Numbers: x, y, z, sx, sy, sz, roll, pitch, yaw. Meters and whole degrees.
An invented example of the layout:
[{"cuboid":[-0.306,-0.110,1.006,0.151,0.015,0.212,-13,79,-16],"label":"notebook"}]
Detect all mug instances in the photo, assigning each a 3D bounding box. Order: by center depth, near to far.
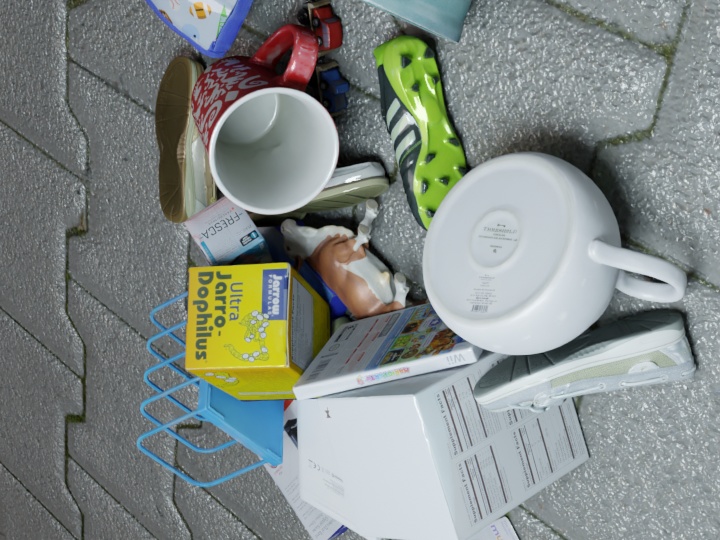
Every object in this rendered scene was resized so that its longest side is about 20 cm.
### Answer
[{"cuboid":[-0.096,-0.169,1.398,0.133,0.177,0.200,47,-178,-27],"label":"mug"}]

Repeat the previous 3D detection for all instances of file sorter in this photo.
[{"cuboid":[-0.179,0.133,1.551,0.122,0.139,0.201,-24,44,25],"label":"file sorter"}]

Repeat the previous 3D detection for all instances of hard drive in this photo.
[{"cuboid":[-0.022,0.203,1.519,0.132,0.027,0.201,24,125,39],"label":"hard drive"}]

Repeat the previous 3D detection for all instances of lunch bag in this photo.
[{"cuboid":[-0.167,-0.356,1.416,0.200,0.124,0.170,59,140,21],"label":"lunch bag"}]

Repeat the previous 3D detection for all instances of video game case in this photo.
[{"cuboid":[0.043,0.072,1.316,0.199,0.143,0.018,-15,108,27],"label":"video game case"}]

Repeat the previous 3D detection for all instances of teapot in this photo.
[{"cuboid":[0.167,-0.005,1.197,0.197,0.146,0.200,-43,47,20],"label":"teapot"}]

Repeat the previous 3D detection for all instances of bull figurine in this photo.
[{"cuboid":[0.000,0.000,1.437,0.200,0.065,0.121,47,136,6],"label":"bull figurine"}]

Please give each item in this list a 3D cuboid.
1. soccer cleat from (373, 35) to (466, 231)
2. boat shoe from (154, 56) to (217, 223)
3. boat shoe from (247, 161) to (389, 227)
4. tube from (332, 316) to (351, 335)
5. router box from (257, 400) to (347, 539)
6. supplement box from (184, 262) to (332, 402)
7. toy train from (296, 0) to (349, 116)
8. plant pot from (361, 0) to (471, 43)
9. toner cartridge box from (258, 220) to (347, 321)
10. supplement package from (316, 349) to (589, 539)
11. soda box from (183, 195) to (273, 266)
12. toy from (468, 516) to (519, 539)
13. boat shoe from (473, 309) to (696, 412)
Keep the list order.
[{"cuboid":[0.058,-0.138,1.321,0.081,0.067,0.201,16,120,64],"label":"soccer cleat"},{"cuboid":[-0.206,-0.160,1.597,0.074,0.066,0.201,17,107,44],"label":"boat shoe"},{"cuboid":[-0.057,-0.099,1.448,0.199,0.075,0.069,-12,79,36],"label":"boat shoe"},{"cuboid":[0.030,0.137,1.489,0.052,0.058,0.200,-48,70,8],"label":"tube"},{"cuboid":[-0.045,0.219,1.612,0.180,0.049,0.200,54,139,15],"label":"router box"},{"cuboid":[-0.103,0.070,1.391,0.109,0.200,0.109,-3,74,11],"label":"supplement box"},{"cuboid":[-0.040,-0.255,1.392,0.046,0.034,0.201,7,113,35],"label":"toy train"},{"cuboid":[0.026,-0.308,1.187,0.200,0.200,0.135,32,103,35],"label":"plant pot"},{"cuboid":[-0.093,-0.016,1.557,0.200,0.043,0.095,48,136,22],"label":"toner cartridge box"},{"cuboid":[0.094,0.159,1.307,0.152,0.200,0.151,-9,101,50],"label":"supplement package"},{"cuboid":[-0.138,-0.017,1.447,0.068,0.063,0.200,56,174,14],"label":"soda box"},{"cuboid":[0.124,0.367,1.495,0.115,0.047,0.200,59,141,6],"label":"toy"},{"cuboid":[0.203,0.095,1.196,0.201,0.074,0.065,-20,103,8],"label":"boat shoe"}]
